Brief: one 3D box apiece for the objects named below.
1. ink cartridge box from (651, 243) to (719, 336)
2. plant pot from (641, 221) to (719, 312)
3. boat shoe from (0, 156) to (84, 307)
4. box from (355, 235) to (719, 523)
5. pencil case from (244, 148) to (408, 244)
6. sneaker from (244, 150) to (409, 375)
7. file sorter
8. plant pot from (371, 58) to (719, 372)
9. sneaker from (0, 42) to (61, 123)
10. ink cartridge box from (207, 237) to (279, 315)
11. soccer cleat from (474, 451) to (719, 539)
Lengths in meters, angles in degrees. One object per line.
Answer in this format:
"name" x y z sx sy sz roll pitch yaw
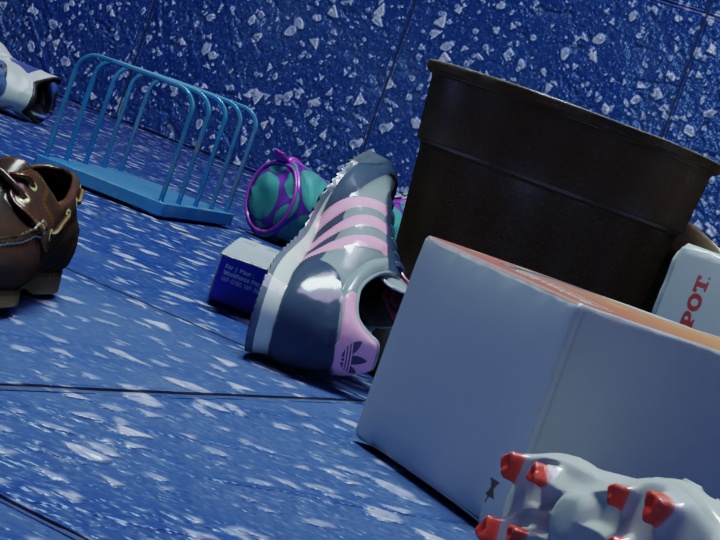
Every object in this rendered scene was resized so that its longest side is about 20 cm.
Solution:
"ink cartridge box" 0.258 0.087 1.102 0.199 0.145 0.084 23 4 33
"plant pot" 0.222 0.066 1.302 0.201 0.092 0.201 55 -5 7
"boat shoe" -0.185 -0.024 0.957 0.070 0.071 0.200 21 5 1
"box" 0.126 0.074 0.904 0.199 0.107 0.152 18 5 -28
"pencil case" -0.022 -0.057 2.014 0.199 0.093 0.085 16 6 -39
"sneaker" 0.000 0.000 1.142 0.081 0.071 0.200 20 38 9
"file sorter" -0.200 -0.127 1.854 0.138 0.124 0.200 20 4 15
"plant pot" 0.103 -0.007 1.215 0.199 0.200 0.200 20 3 -1
"sneaker" -0.456 -0.240 2.493 0.115 0.081 0.199 22 10 -22
"ink cartridge box" -0.051 0.014 1.318 0.099 0.039 0.200 20 3 0
"soccer cleat" 0.109 0.107 0.683 0.077 0.070 0.200 22 1 -18
